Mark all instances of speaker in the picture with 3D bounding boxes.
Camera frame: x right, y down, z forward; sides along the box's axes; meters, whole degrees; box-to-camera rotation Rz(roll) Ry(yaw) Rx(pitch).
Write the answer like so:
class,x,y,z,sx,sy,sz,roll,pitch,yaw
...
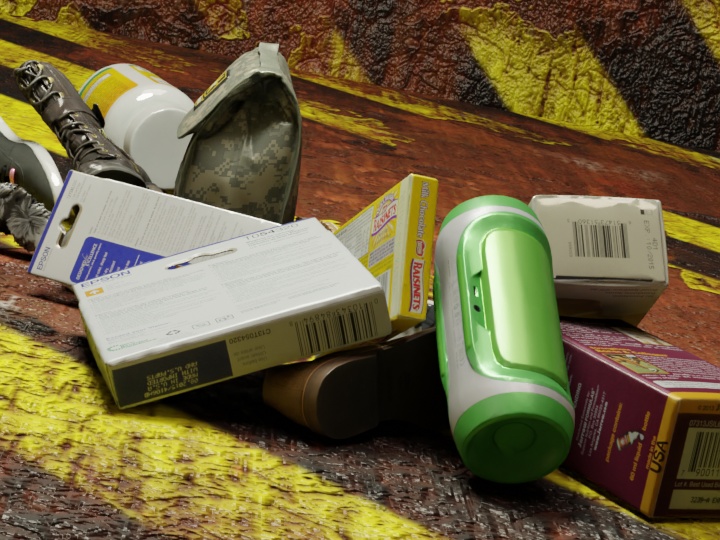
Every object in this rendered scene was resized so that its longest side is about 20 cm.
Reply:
class,x,y,z,sx,sy,sz,roll,pitch,yaw
speaker,0.096,0.044,1.419,0.087,0.089,0.201,9,45,-12

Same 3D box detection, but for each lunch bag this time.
class,x,y,z,sx,sy,sz,roll,pitch,yaw
lunch bag,-0.108,-0.098,1.843,0.116,0.202,0.164,11,12,-5

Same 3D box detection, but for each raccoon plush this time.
class,x,y,z,sx,sy,sz,roll,pitch,yaw
raccoon plush,-0.345,-0.058,1.803,0.200,0.097,0.134,41,-2,0

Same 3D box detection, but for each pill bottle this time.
class,x,y,z,sx,sy,sz,roll,pitch,yaw
pill bottle,-0.228,-0.147,2.191,0.112,0.114,0.200,6,12,-24

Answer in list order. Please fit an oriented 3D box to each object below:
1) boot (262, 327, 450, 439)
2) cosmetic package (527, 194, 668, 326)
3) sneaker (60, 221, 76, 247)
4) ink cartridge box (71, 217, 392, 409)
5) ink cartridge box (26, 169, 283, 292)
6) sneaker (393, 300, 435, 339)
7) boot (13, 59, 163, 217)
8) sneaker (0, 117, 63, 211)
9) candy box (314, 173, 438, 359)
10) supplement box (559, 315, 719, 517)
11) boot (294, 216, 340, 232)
class,x,y,z,sx,sy,sz,roll,pitch,yaw
boot,0.015,0.075,1.465,0.075,0.074,0.199,8,8,44
cosmetic package,0.159,0.016,1.600,0.104,0.072,0.200,1,-23,-7
sneaker,-0.143,-0.008,1.687,0.198,0.076,0.076,6,12,-17
ink cartridge box,-0.096,0.027,1.469,0.194,0.044,0.200,-16,17,-10
ink cartridge box,-0.153,-0.009,1.627,0.198,0.095,0.037,16,-20,14
sneaker,0.031,0.052,1.630,0.079,0.078,0.199,28,2,-43
boot,-0.261,-0.119,1.892,0.175,0.069,0.200,53,3,10
sneaker,-0.351,-0.089,1.927,0.099,0.071,0.200,-19,39,-32
candy box,0.009,0.005,1.508,0.026,0.103,0.200,12,-15,-16
supplement box,0.192,0.099,1.460,0.109,0.087,0.200,5,13,-33
boot,0.000,0.000,1.808,0.106,0.076,0.200,14,9,-12
